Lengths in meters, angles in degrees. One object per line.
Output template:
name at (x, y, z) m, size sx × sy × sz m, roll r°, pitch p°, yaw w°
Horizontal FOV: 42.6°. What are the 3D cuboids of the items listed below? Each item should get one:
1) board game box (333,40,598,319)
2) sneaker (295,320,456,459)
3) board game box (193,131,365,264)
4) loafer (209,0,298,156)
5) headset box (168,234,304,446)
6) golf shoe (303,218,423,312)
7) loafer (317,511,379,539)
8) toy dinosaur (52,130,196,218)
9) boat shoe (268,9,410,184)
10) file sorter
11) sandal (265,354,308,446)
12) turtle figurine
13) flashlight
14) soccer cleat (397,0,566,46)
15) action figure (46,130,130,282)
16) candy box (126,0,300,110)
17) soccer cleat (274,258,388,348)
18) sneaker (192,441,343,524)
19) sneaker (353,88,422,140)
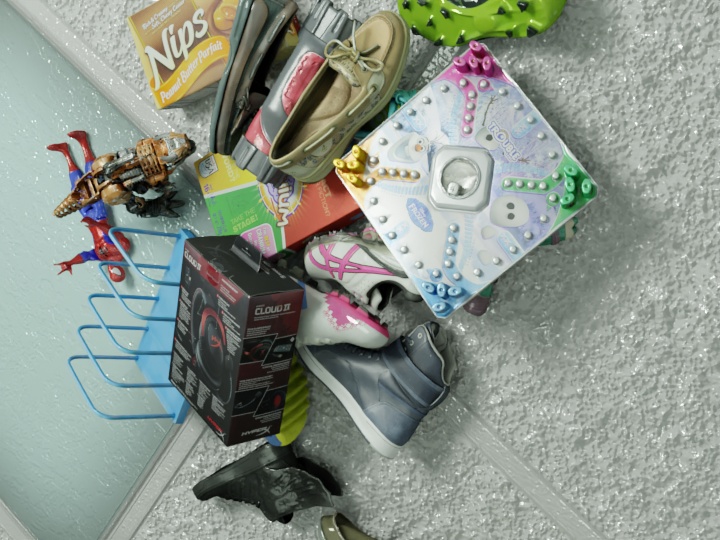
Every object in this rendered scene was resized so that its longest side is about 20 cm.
board game box at (0.097, -0.092, 0.910) m, size 0.199 × 0.026 × 0.201 m, roll -39°, pitch 72°, yaw 10°
sneaker at (0.018, 0.089, 1.058) m, size 0.203 × 0.077 × 0.147 m, roll 47°, pitch 106°, yaw 20°
board game box at (-0.091, -0.100, 1.078) m, size 0.198 × 0.040 × 0.156 m, roll -27°, pitch 77°, yaw 27°
loafer at (-0.120, -0.212, 1.022) m, size 0.062 × 0.072 × 0.203 m, roll 18°, pitch 120°, yaw 1°
headset box at (-0.140, 0.064, 1.020) m, size 0.148 × 0.074 × 0.204 m, roll 34°, pitch 121°, yaw 44°
golf shoe at (0.000, 0.000, 1.014) m, size 0.198 × 0.071 × 0.094 m, roll -9°, pitch 81°, yaw 54°
loafer at (0.035, 0.351, 1.102) m, size 0.199 × 0.075 × 0.070 m, roll 38°, pitch 101°, yaw 10°
toy dinosaur at (-0.286, -0.117, 1.120) m, size 0.196 × 0.136 × 0.105 m, roll -1°, pitch 90°, yaw 15°
boat shoe at (-0.020, -0.181, 0.952) m, size 0.073 × 0.062 × 0.202 m, roll 37°, pitch 100°, yaw 30°
file sorter at (-0.265, 0.065, 1.134) m, size 0.139 × 0.121 × 0.203 m, roll 43°, pitch 117°, yaw 42°
sandal at (-0.124, 0.116, 1.133) m, size 0.086 × 0.079 × 0.204 m, roll -20°, pitch 83°, yaw 32°
turtle figurine at (0.139, -0.055, 0.963) m, size 0.149 × 0.100 × 0.202 m, roll 39°, pitch 119°, yaw 14°
flashlight at (-0.066, -0.191, 1.007) m, size 0.067 × 0.068 × 0.202 m, roll 27°, pitch 104°, yaw -27°
soccer cleat at (0.125, -0.274, 0.948) m, size 0.198 × 0.081 × 0.068 m, roll 14°, pitch 140°, yaw 42°
action figure at (-0.364, -0.074, 1.199) m, size 0.064 × 0.099 × 0.203 m, roll -23°, pitch 92°, yaw 28°
candy box at (-0.172, -0.280, 1.090) m, size 0.197 × 0.055 × 0.118 m, roll -18°, pitch 92°, yaw 27°
soccer cleat at (-0.049, 0.059, 1.028) m, size 0.199 × 0.070 × 0.087 m, roll 27°, pitch 83°, yaw 44°
sneaker at (-0.121, 0.279, 1.163) m, size 0.198 × 0.060 × 0.105 m, roll -32°, pitch 85°, yaw 26°
sneaker at (0.062, -0.162, 0.986) m, size 0.196 × 0.079 × 0.079 m, roll -1°, pitch 99°, yaw 25°
